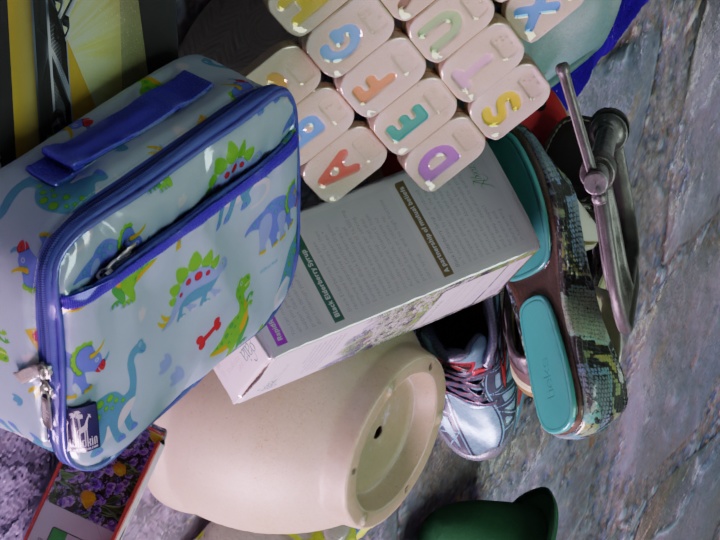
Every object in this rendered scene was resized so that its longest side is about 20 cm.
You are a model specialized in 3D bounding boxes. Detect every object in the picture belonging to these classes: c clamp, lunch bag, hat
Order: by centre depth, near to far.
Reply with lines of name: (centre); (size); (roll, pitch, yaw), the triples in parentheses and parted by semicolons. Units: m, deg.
lunch bag: (-0.112, -0.009, 1.063); (0.200, 0.082, 0.162); (-38, 142, -42)
c clamp: (0.156, -0.051, 1.304); (0.200, 0.027, 0.173); (-42, 120, -77)
hat: (0.052, 0.218, 1.748); (0.167, 0.175, 0.200); (-64, -169, -11)

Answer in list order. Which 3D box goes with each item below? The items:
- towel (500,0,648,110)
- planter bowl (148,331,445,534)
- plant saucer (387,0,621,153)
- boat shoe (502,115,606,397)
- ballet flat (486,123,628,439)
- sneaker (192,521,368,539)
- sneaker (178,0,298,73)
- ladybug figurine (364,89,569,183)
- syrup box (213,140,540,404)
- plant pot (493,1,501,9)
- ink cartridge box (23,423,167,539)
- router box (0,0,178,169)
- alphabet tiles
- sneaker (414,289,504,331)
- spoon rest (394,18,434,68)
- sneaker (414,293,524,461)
towel: (0.166, -0.192, 1.605); (0.201, 0.049, 0.148); (-53, 150, -27)
planter bowl: (-0.030, 0.086, 1.354); (0.200, 0.134, 0.202); (-42, 144, -41)
plant saucer: (0.095, -0.122, 1.300); (0.200, 0.039, 0.201); (-37, 178, -2)
boat shoe: (0.136, -0.017, 1.396); (0.065, 0.072, 0.202); (56, 39, -63)
ballet flat: (0.126, 0.005, 1.326); (0.074, 0.074, 0.202); (-4, 83, -61)
sneaker: (-0.052, 0.198, 1.466); (0.199, 0.076, 0.105); (-30, 159, -26)
sneaker: (-0.071, -0.088, 1.209); (0.200, 0.075, 0.085); (-51, 147, -10)
ladybug figurine: (0.083, -0.086, 1.458); (0.199, 0.072, 0.137); (0, 100, -45)
syrup box: (0.000, 0.000, 1.265); (0.199, 0.082, 0.079); (-21, 165, -26)
plant pot: (0.148, -0.264, 1.395); (0.200, 0.186, 0.186); (-50, 153, 0)
ink cartridge box: (-0.150, 0.129, 1.154); (0.200, 0.050, 0.110); (145, -30, -84)
router box: (-0.158, -0.124, 1.035); (0.157, 0.052, 0.201); (-42, 144, -41)
alphabet tiles: (0.030, -0.125, 1.165); (0.195, 0.015, 0.200); (-37, 138, 6)
sneaker: (0.060, 0.012, 1.538); (0.199, 0.076, 0.115); (-38, 140, -51)
spoon rest: (0.026, -0.138, 1.287); (0.200, 0.098, 0.061); (-33, 127, -78)
sneaker: (0.061, 0.048, 1.405); (0.096, 0.078, 0.202); (-68, 151, -61)
